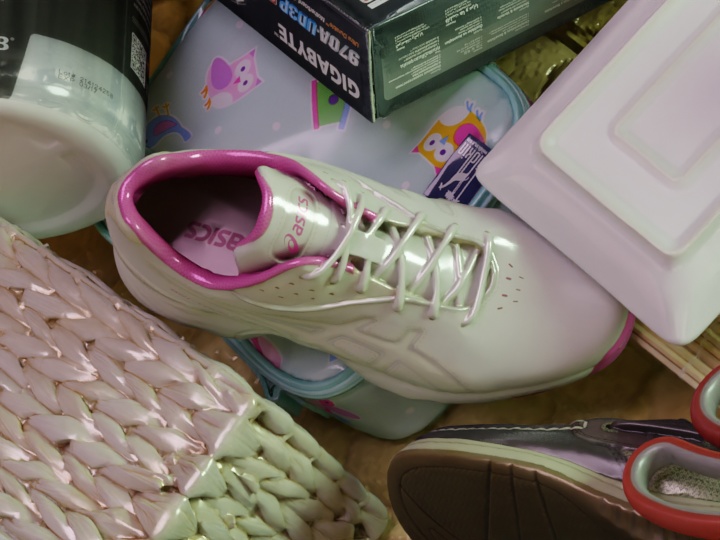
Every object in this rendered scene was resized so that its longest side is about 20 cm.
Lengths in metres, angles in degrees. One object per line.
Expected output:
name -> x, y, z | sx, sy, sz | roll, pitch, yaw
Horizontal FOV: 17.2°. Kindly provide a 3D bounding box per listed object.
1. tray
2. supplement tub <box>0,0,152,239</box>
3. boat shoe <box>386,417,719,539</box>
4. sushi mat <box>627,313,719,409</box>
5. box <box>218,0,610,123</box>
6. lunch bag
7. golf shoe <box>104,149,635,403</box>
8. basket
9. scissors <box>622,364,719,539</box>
tray -> 0.141, -0.078, 0.843 | 0.107, 0.022, 0.200 | 41, 85, 24
supplement tub -> -0.146, -0.125, 0.990 | 0.122, 0.123, 0.201 | -14, 58, 25
boat shoe -> 0.108, 0.086, 0.849 | 0.200, 0.072, 0.066 | 8, 37, 29
sushi mat -> 0.162, 0.018, 0.816 | 0.096, 0.012, 0.200 | -55, 42, 7
box -> 0.037, -0.154, 0.971 | 0.199, 0.046, 0.159 | -29, 46, -23
lunch bag -> -0.014, -0.031, 0.977 | 0.161, 0.077, 0.200 | -51, 50, -2
golf shoe -> 0.000, 0.000, 0.855 | 0.199, 0.092, 0.076 | 9, 79, 8
basket -> -0.103, 0.083, 0.940 | 0.200, 0.136, 0.124 | 32, 81, 38
scissors -> 0.171, 0.069, 0.748 | 0.199, 0.014, 0.073 | 12, 54, 44
